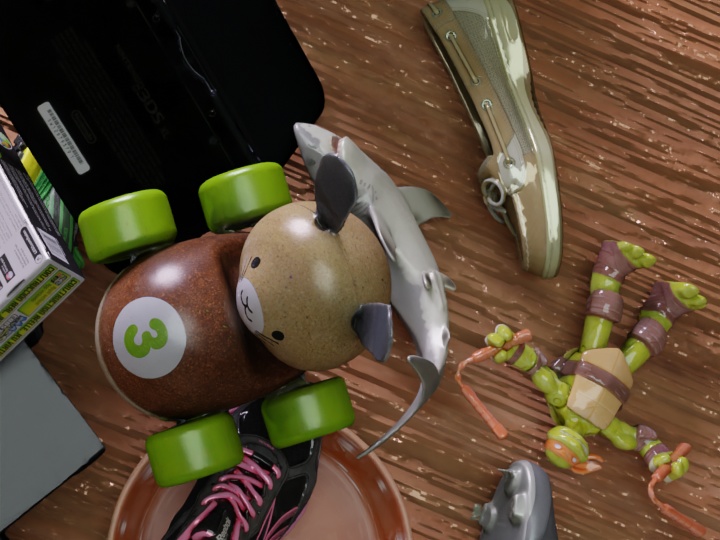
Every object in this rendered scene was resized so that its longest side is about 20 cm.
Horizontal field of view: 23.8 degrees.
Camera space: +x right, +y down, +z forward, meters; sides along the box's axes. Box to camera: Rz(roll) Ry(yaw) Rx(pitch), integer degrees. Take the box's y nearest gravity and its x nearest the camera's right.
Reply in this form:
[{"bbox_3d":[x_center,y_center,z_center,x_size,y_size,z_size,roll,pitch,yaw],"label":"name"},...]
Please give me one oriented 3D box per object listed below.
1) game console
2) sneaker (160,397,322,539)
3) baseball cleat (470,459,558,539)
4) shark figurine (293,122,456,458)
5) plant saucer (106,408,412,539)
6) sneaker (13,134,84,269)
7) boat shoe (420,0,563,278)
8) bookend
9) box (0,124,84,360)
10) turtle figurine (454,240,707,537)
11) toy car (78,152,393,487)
[{"bbox_3d":[-0.133,-0.132,1.081,0.175,0.117,0.201,-30,112,3],"label":"game console"},{"bbox_3d":[-0.080,0.152,1.039,0.078,0.095,0.201,30,72,0],"label":"sneaker"},{"bbox_3d":[0.120,0.228,1.112,0.105,0.070,0.203,10,86,-20],"label":"baseball cleat"},{"bbox_3d":[0.013,0.018,1.107,0.089,0.128,0.216,-34,62,28],"label":"shark figurine"},{"bbox_3d":[-0.065,0.186,1.103,0.198,0.032,0.203,1,83,-8],"label":"plant saucer"},{"bbox_3d":[-0.173,-0.087,1.112,0.085,0.078,0.201,33,79,-21],"label":"sneaker"},{"bbox_3d":[0.090,-0.089,1.141,0.062,0.073,0.203,-12,81,-1],"label":"boat shoe"},{"bbox_3d":[-0.222,0.161,1.056,0.199,0.092,0.199,-39,90,-12],"label":"bookend"},{"bbox_3d":[-0.251,-0.032,1.038,0.110,0.035,0.201,-42,54,10],"label":"box"},{"bbox_3d":[0.166,0.074,1.131,0.199,0.064,0.162,32,74,-6],"label":"turtle figurine"},{"bbox_3d":[-0.047,0.015,0.946,0.156,0.199,0.166,-16,87,-32],"label":"toy car"}]
